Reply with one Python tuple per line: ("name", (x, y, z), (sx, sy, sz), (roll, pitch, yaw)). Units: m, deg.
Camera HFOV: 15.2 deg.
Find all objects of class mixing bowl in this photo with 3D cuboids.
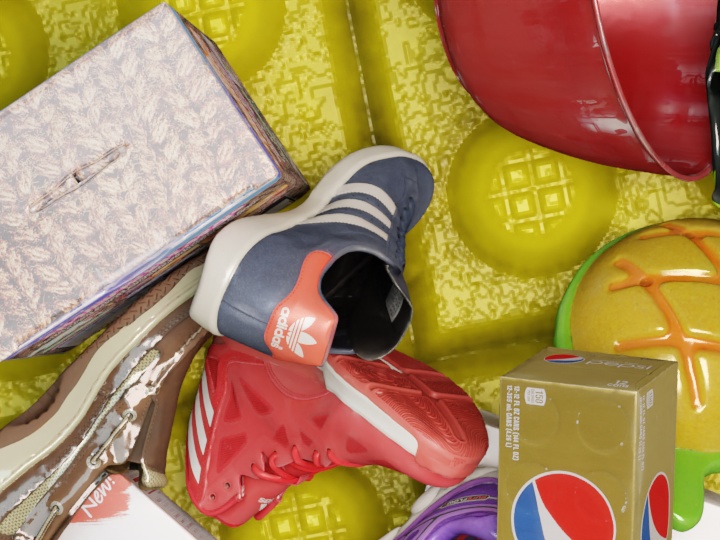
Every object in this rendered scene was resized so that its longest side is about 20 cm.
("mixing bowl", (0.105, -0.138, 1.332), (0.108, 0.200, 0.201), (-5, 89, 28))

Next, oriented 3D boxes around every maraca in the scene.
("maraca", (0.154, 0.049, 1.331), (0.137, 0.107, 0.200), (35, 52, 14))

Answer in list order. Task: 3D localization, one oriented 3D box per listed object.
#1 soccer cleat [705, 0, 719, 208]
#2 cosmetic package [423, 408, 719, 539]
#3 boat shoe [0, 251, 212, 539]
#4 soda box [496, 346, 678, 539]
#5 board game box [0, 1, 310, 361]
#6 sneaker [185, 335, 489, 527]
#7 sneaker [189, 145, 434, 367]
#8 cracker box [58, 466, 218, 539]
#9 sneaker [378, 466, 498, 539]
("soccer cleat", (0.203, -0.117, 1.334), (0.067, 0.081, 0.201), (-5, 78, 31))
("cosmetic package", (0.133, 0.124, 1.366), (0.199, 0.083, 0.051), (19, 90, 4))
("boat shoe", (-0.121, 0.079, 1.342), (0.202, 0.075, 0.075), (-44, 85, -2))
("soda box", (0.103, 0.141, 1.239), (0.068, 0.064, 0.201), (5, 104, 22))
("board game box", (-0.122, -0.039, 1.322), (0.159, 0.200, 0.097), (-33, 88, 2))
("sneaker", (-0.017, 0.091, 1.347), (0.078, 0.200, 0.116), (12, 104, -36))
("sneaker", (0.000, 0.000, 1.321), (0.084, 0.200, 0.075), (28, 122, 19))
("cracker box", (-0.098, 0.210, 1.390), (0.200, 0.058, 0.134), (40, 91, 3))
("sneaker", (0.007, 0.173, 1.308), (0.081, 0.083, 0.200), (43, 106, 0))
